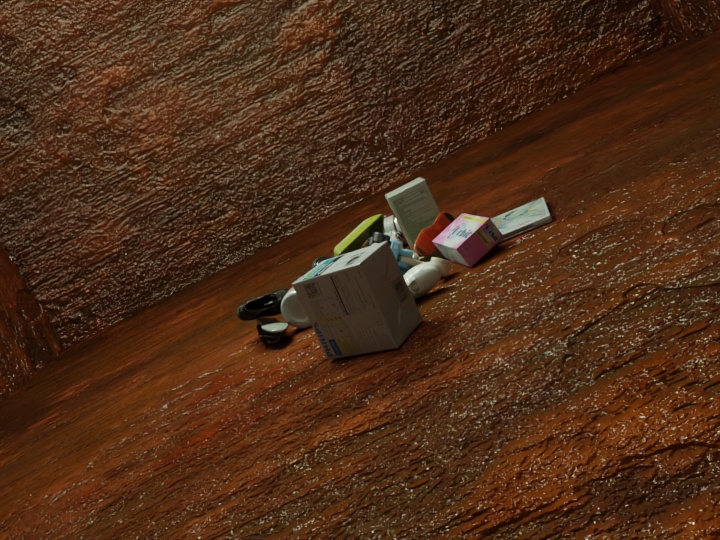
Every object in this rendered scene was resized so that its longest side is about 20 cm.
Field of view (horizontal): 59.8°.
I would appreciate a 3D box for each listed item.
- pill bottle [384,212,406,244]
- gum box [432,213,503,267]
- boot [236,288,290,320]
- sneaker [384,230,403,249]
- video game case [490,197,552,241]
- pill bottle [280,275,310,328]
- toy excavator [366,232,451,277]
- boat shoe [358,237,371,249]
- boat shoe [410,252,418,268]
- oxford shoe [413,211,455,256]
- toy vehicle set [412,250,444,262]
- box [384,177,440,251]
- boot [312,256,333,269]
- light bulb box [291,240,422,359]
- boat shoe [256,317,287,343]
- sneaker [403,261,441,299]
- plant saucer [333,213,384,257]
[{"bbox_3d":[0.113,-0.135,2.098,0.199,0.115,0.114,-18,15,32],"label":"pill bottle"},{"bbox_3d":[0.272,-0.082,1.623,0.113,0.066,0.200,-43,14,-3],"label":"gum box"},{"bbox_3d":[-0.257,0.094,1.786,0.199,0.070,0.174,-21,-3,-25],"label":"boot"},{"bbox_3d":[0.102,-0.089,1.914,0.073,0.072,0.200,-50,11,4],"label":"sneaker"},{"bbox_3d":[0.417,-0.132,1.686,0.181,0.022,0.200,-23,13,18],"label":"video game case"},{"bbox_3d":[-0.151,0.078,1.793,0.112,0.113,0.200,-23,13,16],"label":"pill bottle"},{"bbox_3d":[0.116,-0.025,1.609,0.199,0.101,0.194,15,-8,-8],"label":"toy excavator"},{"bbox_3d":[0.000,0.000,1.720,0.201,0.070,0.070,-64,15,-8],"label":"boat shoe"},{"bbox_3d":[0.082,-0.009,1.732,0.063,0.071,0.200,14,-20,-32],"label":"boat shoe"},{"bbox_3d":[0.202,-0.087,1.764,0.200,0.071,0.073,-43,-8,-41],"label":"oxford shoe"},{"bbox_3d":[0.210,-0.056,1.789,0.199,0.027,0.124,-26,13,4],"label":"toy vehicle set"},{"bbox_3d":[0.173,-0.163,1.893,0.127,0.201,0.109,-25,12,4],"label":"box"},{"bbox_3d":[-0.032,-0.030,2.004,0.199,0.066,0.164,-13,-4,41],"label":"boot"},{"bbox_3d":[-0.007,0.068,1.352,0.199,0.199,0.125,-15,15,38],"label":"light bulb box"},{"bbox_3d":[-0.244,0.172,1.741,0.075,0.061,0.200,-4,5,-16],"label":"boat shoe"},{"bbox_3d":[0.103,0.060,1.468,0.199,0.074,0.116,-33,12,19],"label":"sneaker"},{"bbox_3d":[-0.010,-0.044,1.781,0.048,0.201,0.200,29,55,26],"label":"plant saucer"}]
